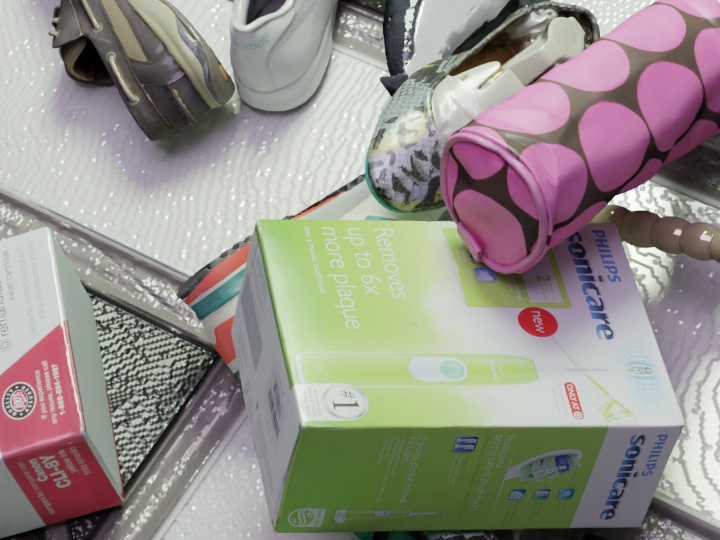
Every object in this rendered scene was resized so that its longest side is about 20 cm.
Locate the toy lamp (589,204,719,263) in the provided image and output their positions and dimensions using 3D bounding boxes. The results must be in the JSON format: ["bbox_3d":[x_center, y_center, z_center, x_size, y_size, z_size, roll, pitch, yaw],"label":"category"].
[{"bbox_3d":[0.165,-0.020,1.400,0.200,0.058,0.058,15,63,36],"label":"toy lamp"}]

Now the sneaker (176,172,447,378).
[{"bbox_3d":[0.000,0.000,1.453,0.200,0.070,0.093,-29,89,-22],"label":"sneaker"}]

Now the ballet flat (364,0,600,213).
[{"bbox_3d":[0.074,-0.100,1.438,0.072,0.072,0.200,21,39,25],"label":"ballet flat"}]

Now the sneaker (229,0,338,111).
[{"bbox_3d":[-0.039,-0.200,1.565,0.075,0.089,0.200,0,58,16],"label":"sneaker"}]

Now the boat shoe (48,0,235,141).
[{"bbox_3d":[-0.156,-0.152,1.574,0.073,0.075,0.200,-40,51,-5],"label":"boat shoe"}]

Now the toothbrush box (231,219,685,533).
[{"bbox_3d":[0.046,0.053,1.332,0.200,0.086,0.146,2,45,-16],"label":"toothbrush box"}]

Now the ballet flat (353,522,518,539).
[{"bbox_3d":[0.032,0.125,1.365,0.074,0.074,0.200,-33,58,-7],"label":"ballet flat"}]

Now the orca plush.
[{"bbox_3d":[0.051,-0.158,1.547,0.105,0.071,0.200,24,63,-23],"label":"orca plush"}]

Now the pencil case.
[{"bbox_3d":[0.124,-0.069,1.356,0.200,0.094,0.091,-30,79,-38],"label":"pencil case"}]

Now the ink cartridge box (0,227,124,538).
[{"bbox_3d":[-0.246,0.079,1.444,0.200,0.083,0.145,-17,56,4],"label":"ink cartridge box"}]
